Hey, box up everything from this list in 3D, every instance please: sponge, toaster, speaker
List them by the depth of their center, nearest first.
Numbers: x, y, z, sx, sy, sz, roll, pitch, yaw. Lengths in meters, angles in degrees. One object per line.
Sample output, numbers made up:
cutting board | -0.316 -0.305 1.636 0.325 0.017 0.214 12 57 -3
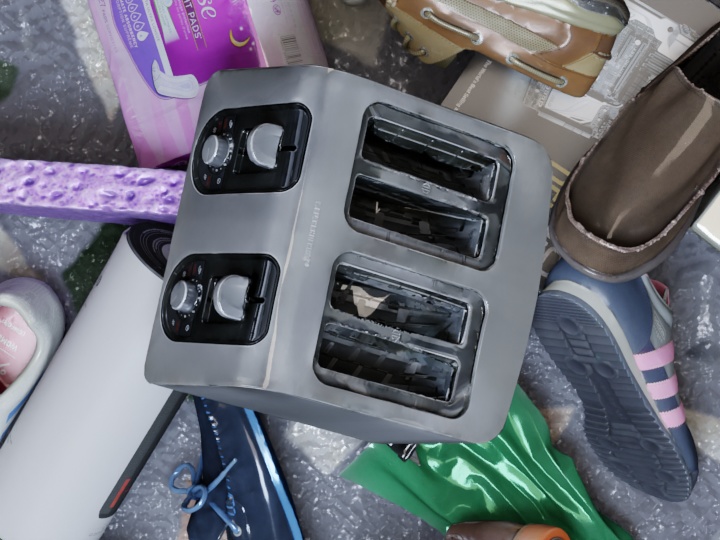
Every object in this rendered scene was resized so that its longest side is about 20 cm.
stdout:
toaster | 0.000 0.000 1.259 0.200 0.119 0.181 18 80 -32
speaker | -0.148 0.074 1.350 0.081 0.081 0.200 33 110 2
sponge | -0.165 -0.046 1.358 0.200 0.112 0.030 4 87 3

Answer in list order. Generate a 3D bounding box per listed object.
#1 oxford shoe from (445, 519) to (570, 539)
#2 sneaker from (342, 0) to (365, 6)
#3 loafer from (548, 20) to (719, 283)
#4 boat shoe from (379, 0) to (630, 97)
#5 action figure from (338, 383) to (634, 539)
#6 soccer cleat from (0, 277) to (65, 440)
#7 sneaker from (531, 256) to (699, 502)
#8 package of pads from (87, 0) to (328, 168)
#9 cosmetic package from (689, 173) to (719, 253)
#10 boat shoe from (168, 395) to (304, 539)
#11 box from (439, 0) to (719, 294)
oxford shoe | 0.093 0.229 1.362 0.073 0.071 0.200 9 121 32
sneaker | -0.030 -0.246 1.367 0.087 0.075 0.200 -30 90 9
loafer | 0.171 -0.079 1.271 0.073 0.071 0.200 32 64 13
boat shoe | 0.050 -0.151 1.311 0.200 0.076 0.074 19 108 4
action figure | 0.098 0.143 1.378 0.200 0.055 0.118 44 92 -6
soccer cleat | -0.246 0.091 1.379 0.070 0.086 0.200 30 93 2
sneaker | 0.163 0.053 1.333 0.070 0.200 0.082 13 56 33
package of pads | -0.097 -0.168 1.353 0.120 0.076 0.200 -17 90 32
cosmetic package | 0.292 0.001 1.339 0.200 0.103 0.087 38 94 0
boat shoe | -0.073 0.149 1.373 0.069 0.084 0.200 -19 88 -2
box | 0.133 -0.086 1.370 0.158 0.050 0.200 35 93 1
